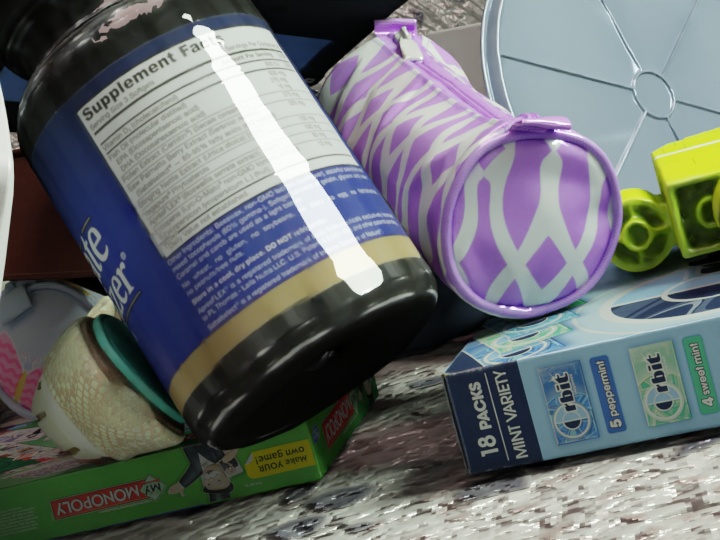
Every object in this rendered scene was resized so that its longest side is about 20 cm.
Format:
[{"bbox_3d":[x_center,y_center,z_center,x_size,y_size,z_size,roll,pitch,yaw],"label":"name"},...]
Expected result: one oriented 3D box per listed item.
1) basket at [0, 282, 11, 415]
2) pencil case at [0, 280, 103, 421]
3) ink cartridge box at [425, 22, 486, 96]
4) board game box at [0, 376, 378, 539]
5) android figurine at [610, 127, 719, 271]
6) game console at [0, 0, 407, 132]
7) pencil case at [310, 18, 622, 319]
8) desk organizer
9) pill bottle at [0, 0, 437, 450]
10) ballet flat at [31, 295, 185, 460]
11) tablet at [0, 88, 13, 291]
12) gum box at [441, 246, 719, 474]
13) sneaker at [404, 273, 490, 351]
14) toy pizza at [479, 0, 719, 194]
[{"bbox_3d":[-0.310,0.030,1.130,0.199,0.177,0.139,1,-1,20],"label":"basket"},{"bbox_3d":[-0.157,0.028,1.098,0.083,0.091,0.200,-17,9,12],"label":"pencil case"},{"bbox_3d":[0.149,-0.087,1.055,0.199,0.088,0.145,5,-1,-25],"label":"ink cartridge box"},{"bbox_3d":[-0.100,0.083,0.830,0.199,0.029,0.135,-14,9,14],"label":"board game box"},{"bbox_3d":[0.186,-0.041,0.760,0.181,0.041,0.200,-15,7,7],"label":"android figurine"},{"bbox_3d":[-0.096,-0.106,0.878,0.176,0.031,0.200,8,-22,-27],"label":"game console"},{"bbox_3d":[0.042,-0.048,0.783,0.084,0.086,0.200,4,18,-20],"label":"pencil case"},{"bbox_3d":[-0.130,-0.021,0.946,0.072,0.077,0.200,24,-14,-31],"label":"desk organizer"},{"bbox_3d":[-0.065,-0.040,0.719,0.112,0.200,0.112,-31,-15,-9],"label":"pill bottle"},{"bbox_3d":[-0.109,0.054,0.785,0.062,0.067,0.200,-41,4,1],"label":"ballet flat"},{"bbox_3d":[-0.158,0.015,0.726,0.014,0.201,0.130,3,31,-20],"label":"tablet"},{"bbox_3d":[0.147,0.018,0.727,0.199,0.045,0.170,-14,8,17],"label":"gum box"},{"bbox_3d":[0.000,0.000,0.894,0.082,0.071,0.200,-2,14,-30],"label":"sneaker"},{"bbox_3d":[0.140,-0.083,0.929,0.200,0.201,0.032,-22,-8,-36],"label":"toy pizza"}]
